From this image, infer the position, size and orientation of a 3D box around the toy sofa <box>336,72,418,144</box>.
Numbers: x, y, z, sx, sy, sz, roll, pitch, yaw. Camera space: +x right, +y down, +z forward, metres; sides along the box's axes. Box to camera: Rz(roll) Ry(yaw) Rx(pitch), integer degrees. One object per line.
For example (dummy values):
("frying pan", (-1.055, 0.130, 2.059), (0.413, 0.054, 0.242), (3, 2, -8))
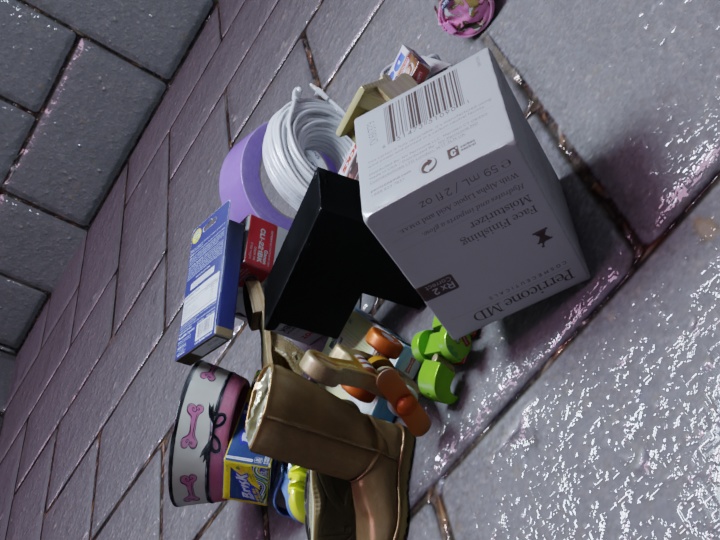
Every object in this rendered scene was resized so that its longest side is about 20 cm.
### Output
("toy sofa", (0.074, -0.149, 1.136), (0.097, 0.200, 0.083), (-31, -19, -46))

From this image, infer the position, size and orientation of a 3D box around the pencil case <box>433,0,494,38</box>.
("pencil case", (0.148, -0.435, 1.355), (0.084, 0.085, 0.202), (97, 175, -48))

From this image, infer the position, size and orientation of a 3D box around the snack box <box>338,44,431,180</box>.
("snack box", (0.030, -0.199, 1.228), (0.202, 0.024, 0.072), (-62, 28, 21))

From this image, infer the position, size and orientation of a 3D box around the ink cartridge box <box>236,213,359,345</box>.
("ink cartridge box", (-0.115, 0.019, 1.325), (0.144, 0.198, 0.085), (-36, 41, 44))

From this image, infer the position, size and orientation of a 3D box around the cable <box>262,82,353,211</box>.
("cable", (-0.057, -0.165, 1.372), (0.069, 0.199, 0.201), (-42, 14, 46))

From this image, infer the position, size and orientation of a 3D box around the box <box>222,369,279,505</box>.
("box", (-0.136, 0.225, 1.250), (0.201, 0.063, 0.071), (-78, -5, -61))

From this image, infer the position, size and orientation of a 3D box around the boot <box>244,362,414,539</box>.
("boot", (-0.040, 0.219, 1.006), (0.066, 0.198, 0.178), (-32, 40, 47))

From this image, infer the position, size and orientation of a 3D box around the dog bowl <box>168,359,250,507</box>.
("dog bowl", (-0.204, 0.230, 1.261), (0.200, 0.072, 0.204), (7, -90, -87))

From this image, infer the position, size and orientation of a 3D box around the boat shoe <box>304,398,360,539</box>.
("boat shoe", (-0.038, 0.257, 1.092), (0.066, 0.071, 0.205), (169, 105, -64))

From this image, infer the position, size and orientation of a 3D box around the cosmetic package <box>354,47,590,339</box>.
("cosmetic package", (0.112, -0.074, 0.928), (0.163, 0.201, 0.167), (-25, 39, 18))

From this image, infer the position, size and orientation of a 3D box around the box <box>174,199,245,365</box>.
("box", (-0.203, 0.016, 1.237), (0.121, 0.032, 0.203), (-32, 49, 47))

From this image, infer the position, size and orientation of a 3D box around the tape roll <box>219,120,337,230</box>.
("tape roll", (-0.123, -0.136, 1.472), (0.085, 0.198, 0.203), (-20, 50, 54))

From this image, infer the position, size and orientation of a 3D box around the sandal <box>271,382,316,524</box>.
("sandal", (-0.080, 0.244, 1.207), (0.087, 0.079, 0.203), (-41, 33, 46))

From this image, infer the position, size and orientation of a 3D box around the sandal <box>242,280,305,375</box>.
("sandal", (-0.101, 0.108, 1.206), (0.078, 0.068, 0.215), (116, 142, -61))

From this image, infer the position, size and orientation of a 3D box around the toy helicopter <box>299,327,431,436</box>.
("toy helicopter", (0.006, 0.122, 0.997), (0.132, 0.199, 0.080), (38, 100, 33))

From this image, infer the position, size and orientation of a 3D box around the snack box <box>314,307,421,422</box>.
("snack box", (0.004, 0.125, 1.190), (0.118, 0.037, 0.200), (-64, 26, 3))

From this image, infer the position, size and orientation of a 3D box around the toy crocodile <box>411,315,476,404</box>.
("toy crocodile", (0.110, 0.053, 1.040), (0.067, 0.061, 0.203), (-20, 47, 54))

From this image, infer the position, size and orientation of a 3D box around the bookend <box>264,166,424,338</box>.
("bookend", (0.000, 0.000, 1.164), (0.093, 0.197, 0.200), (-97, 28, -52))

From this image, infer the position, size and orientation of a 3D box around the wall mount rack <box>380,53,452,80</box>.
("wall mount rack", (0.070, -0.234, 1.274), (0.172, 0.075, 0.200), (-33, 27, -6))
